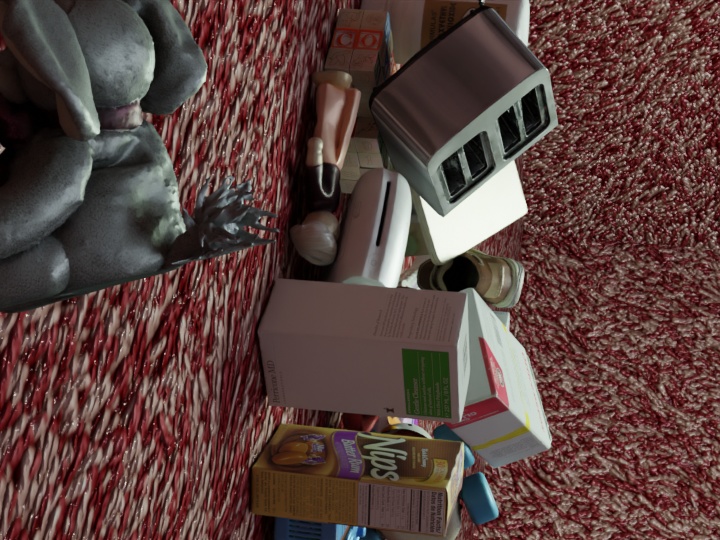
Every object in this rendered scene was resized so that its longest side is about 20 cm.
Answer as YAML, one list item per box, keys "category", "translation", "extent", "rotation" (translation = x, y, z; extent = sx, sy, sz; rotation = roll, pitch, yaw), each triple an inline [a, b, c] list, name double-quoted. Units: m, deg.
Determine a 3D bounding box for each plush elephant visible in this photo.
- category: "plush elephant"
  translation: [-0.149, -0.067, 0.731]
  extent: [0.165, 0.198, 0.157]
  rotation: [-12, 88, -71]

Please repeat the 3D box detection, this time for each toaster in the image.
- category: "toaster"
  translation: [0.115, -0.180, 1.649]
  extent: [0.180, 0.119, 0.200]
  rotation: [-39, 155, -6]

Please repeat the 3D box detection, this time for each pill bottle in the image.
- category: "pill bottle"
  translation: [0.101, -0.286, 1.802]
  extent: [0.114, 0.198, 0.116]
  rotation: [6, 90, -79]

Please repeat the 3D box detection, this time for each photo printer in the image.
- category: "photo printer"
  translation: [0.000, 0.000, 1.601]
  extent: [0.201, 0.069, 0.168]
  rotation: [113, -9, -50]

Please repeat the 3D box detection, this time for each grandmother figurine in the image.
- category: "grandmother figurine"
  translation: [-0.036, -0.104, 1.550]
  extent: [0.121, 0.060, 0.202]
  rotation: [42, 50, -66]

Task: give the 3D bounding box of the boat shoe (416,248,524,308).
- category: "boat shoe"
  translation: [0.121, 0.005, 1.836]
  extent: [0.199, 0.071, 0.077]
  rotation: [-1, -99, 60]

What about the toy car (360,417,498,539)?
- category: "toy car"
  translation: [0.051, 0.243, 1.887]
  extent: [0.201, 0.183, 0.178]
  rotation: [-108, 173, -58]

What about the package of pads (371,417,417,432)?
- category: "package of pads"
  translation: [0.038, 0.227, 2.048]
  extent: [0.120, 0.075, 0.202]
  rotation: [8, 87, -78]

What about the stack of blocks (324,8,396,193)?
- category: "stack of blocks"
  translation: [0.004, -0.190, 1.714]
  extent: [0.201, 0.058, 0.116]
  rotation: [79, 20, -57]

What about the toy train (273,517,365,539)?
- category: "toy train"
  translation: [-0.041, 0.266, 1.609]
  extent: [0.200, 0.086, 0.116]
  rotation: [-49, 145, -72]

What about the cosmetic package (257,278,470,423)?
- category: "cosmetic package"
  translation: [0.006, 0.078, 1.473]
  extent: [0.085, 0.198, 0.108]
  rotation: [-75, 163, -48]

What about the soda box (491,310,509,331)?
- category: "soda box"
  translation: [0.094, 0.087, 1.944]
  extent: [0.064, 0.198, 0.069]
  rotation: [-56, 150, -71]

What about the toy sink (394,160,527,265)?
- category: "toy sink"
  translation: [0.099, -0.095, 1.860]
  extent: [0.199, 0.111, 0.132]
  rotation: [-31, 109, -44]

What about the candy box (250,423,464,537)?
- category: "candy box"
  translation: [-0.001, 0.208, 1.499]
  extent: [0.117, 0.198, 0.057]
  rotation: [-56, 150, -69]

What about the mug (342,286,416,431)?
- category: "mug"
  translation: [0.031, 0.117, 1.813]
  extent: [0.200, 0.132, 0.180]
  rotation: [-18, 103, -75]

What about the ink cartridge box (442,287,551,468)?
- category: "ink cartridge box"
  translation: [0.148, 0.134, 1.789]
  extent: [0.200, 0.083, 0.146]
  rotation: [44, 29, -54]

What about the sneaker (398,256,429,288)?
- category: "sneaker"
  translation: [0.077, 0.027, 2.109]
  extent: [0.100, 0.074, 0.201]
  rotation: [47, 44, -30]
